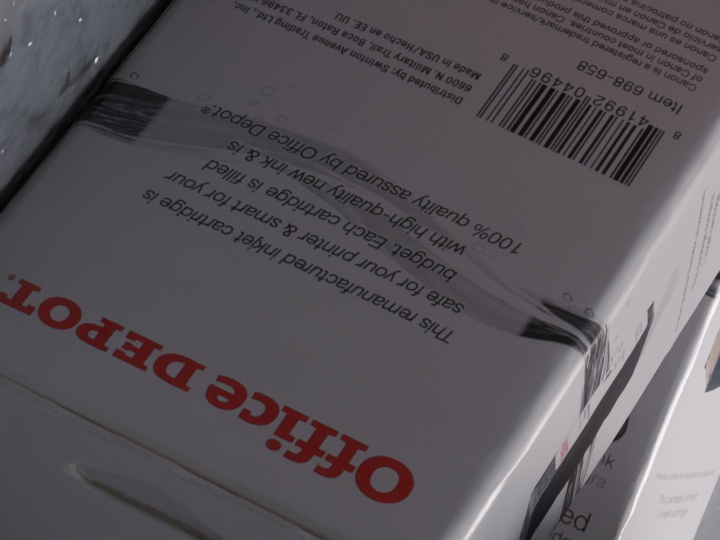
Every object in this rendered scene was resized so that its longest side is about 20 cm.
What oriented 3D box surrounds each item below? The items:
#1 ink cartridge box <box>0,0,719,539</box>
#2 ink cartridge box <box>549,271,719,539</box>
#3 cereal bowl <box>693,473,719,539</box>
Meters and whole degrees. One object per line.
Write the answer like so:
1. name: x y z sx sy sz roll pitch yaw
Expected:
1. ink cartridge box: 0.000 0.000 0.762 0.200 0.144 0.084 -53 159 -34
2. ink cartridge box: 0.055 -0.011 0.914 0.084 0.146 0.201 3 109 -66
3. cereal bowl: 0.080 0.049 0.995 0.083 0.199 0.201 16 97 -64
